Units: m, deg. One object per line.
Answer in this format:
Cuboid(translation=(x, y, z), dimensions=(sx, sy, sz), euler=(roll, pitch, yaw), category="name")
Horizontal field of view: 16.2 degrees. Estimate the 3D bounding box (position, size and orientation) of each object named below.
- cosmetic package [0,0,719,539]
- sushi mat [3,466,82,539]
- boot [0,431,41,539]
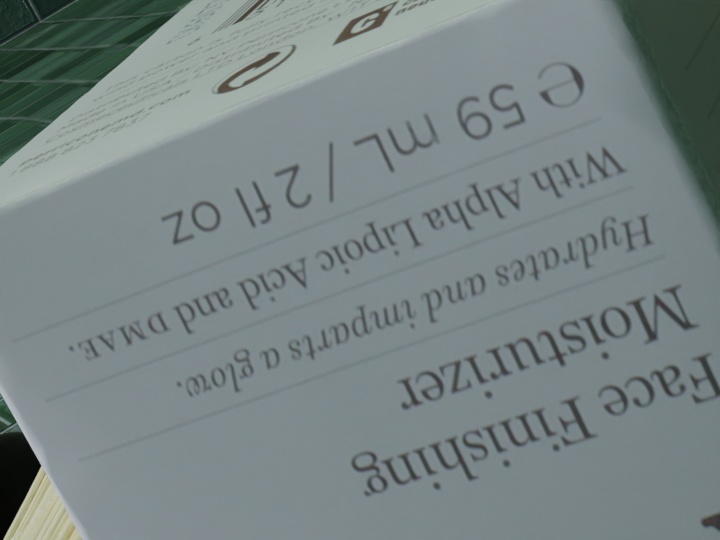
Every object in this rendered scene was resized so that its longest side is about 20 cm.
Cuboid(translation=(0.044, 0.023, 0.566), dimensions=(0.164, 0.201, 0.165), euler=(-20, 15, 27), category="cosmetic package")
Cuboid(translation=(-0.079, 0.073, 0.600), dimensions=(0.096, 0.012, 0.200), euler=(-47, 11, 36), category="sushi mat")
Cuboid(translation=(-0.192, 0.119, 0.834), dimensions=(0.199, 0.070, 0.174), euler=(-25, 2, -34), category="boot")
